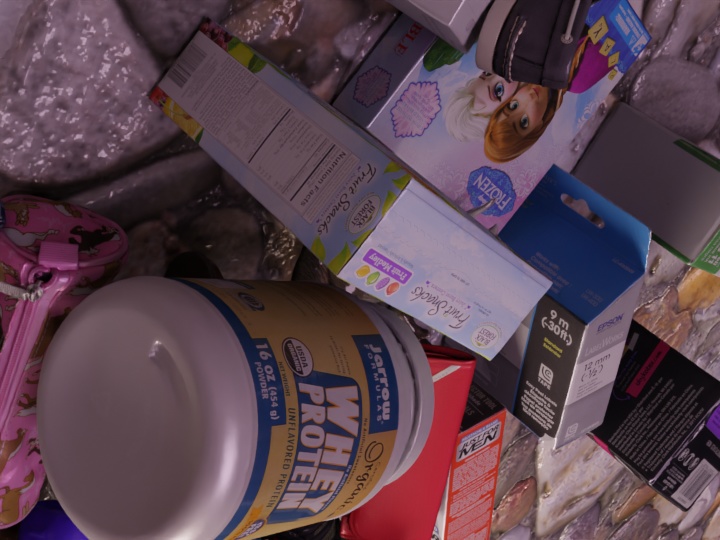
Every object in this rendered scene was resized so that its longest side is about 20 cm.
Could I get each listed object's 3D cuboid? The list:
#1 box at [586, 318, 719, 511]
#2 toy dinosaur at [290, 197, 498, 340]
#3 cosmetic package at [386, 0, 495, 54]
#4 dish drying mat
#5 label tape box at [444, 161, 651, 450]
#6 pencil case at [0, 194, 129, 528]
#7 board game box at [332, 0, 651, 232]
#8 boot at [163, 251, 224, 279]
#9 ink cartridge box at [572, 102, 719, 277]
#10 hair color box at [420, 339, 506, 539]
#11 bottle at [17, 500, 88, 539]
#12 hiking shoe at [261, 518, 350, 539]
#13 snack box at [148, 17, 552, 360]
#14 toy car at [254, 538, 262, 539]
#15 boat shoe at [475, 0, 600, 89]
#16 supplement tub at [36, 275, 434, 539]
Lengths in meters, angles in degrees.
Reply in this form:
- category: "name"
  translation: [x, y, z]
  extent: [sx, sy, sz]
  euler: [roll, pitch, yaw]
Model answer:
- category: "box"
  translation: [0.236, 0.107, 1.009]
  extent: [0.106, 0.200, 0.122]
  euler: [-50, 141, 1]
- category: "toy dinosaur"
  translation: [0.000, 0.000, 0.789]
  extent: [0.200, 0.077, 0.102]
  euler: [-5, 101, -25]
- category: "cosmetic package"
  translation: [0.081, -0.235, 0.645]
  extent: [0.200, 0.081, 0.113]
  euler: [-58, 172, 10]
- category: "dish drying mat"
  translation: [0.033, 0.140, 0.857]
  extent: [0.077, 0.018, 0.200]
  euler: [7, 123, -4]
- category: "label tape box"
  translation: [0.144, 0.023, 0.898]
  extent: [0.066, 0.143, 0.200]
  euler: [-22, 135, -30]
- category: "pencil case"
  translation: [-0.200, 0.056, 0.645]
  extent: [0.087, 0.083, 0.200]
  euler: [-8, 128, -53]
- category: "board game box"
  translation: [0.103, -0.145, 0.802]
  extent: [0.200, 0.041, 0.200]
  euler: [-52, 141, 5]
- category: "boot"
  translation: [-0.053, 0.059, 0.810]
  extent: [0.200, 0.064, 0.187]
  euler: [-19, 113, -49]
- category: "ink cartridge box"
  translation: [0.302, -0.057, 0.981]
  extent: [0.200, 0.147, 0.083]
  euler: [15, 112, -47]
- category: "hair color box"
  translation: [0.060, 0.169, 0.967]
  extent: [0.064, 0.111, 0.200]
  euler: [-24, 135, -29]
- category: "bottle"
  translation: [-0.206, 0.260, 0.759]
  extent: [0.084, 0.065, 0.200]
  euler: [21, 76, -59]
- category: "hiking shoe"
  translation: [-0.040, 0.189, 0.916]
  extent: [0.101, 0.076, 0.200]
  euler: [-45, 141, 0]
- category: "snack box"
  translation: [-0.006, -0.046, 0.653]
  extent: [0.068, 0.200, 0.169]
  euler: [-53, 141, 5]
- category: "toy car"
  translation: [-0.097, 0.319, 0.835]
  extent: [0.177, 0.200, 0.184]
  euler: [-14, 145, 30]
- category: "boat shoe"
  translation: [0.147, -0.184, 0.699]
  extent: [0.200, 0.063, 0.073]
  euler: [-51, 157, -26]
- category: "supplement tub"
  translation: [-0.062, 0.076, 0.629]
  extent: [0.200, 0.145, 0.145]
  euler: [2, 120, -54]
